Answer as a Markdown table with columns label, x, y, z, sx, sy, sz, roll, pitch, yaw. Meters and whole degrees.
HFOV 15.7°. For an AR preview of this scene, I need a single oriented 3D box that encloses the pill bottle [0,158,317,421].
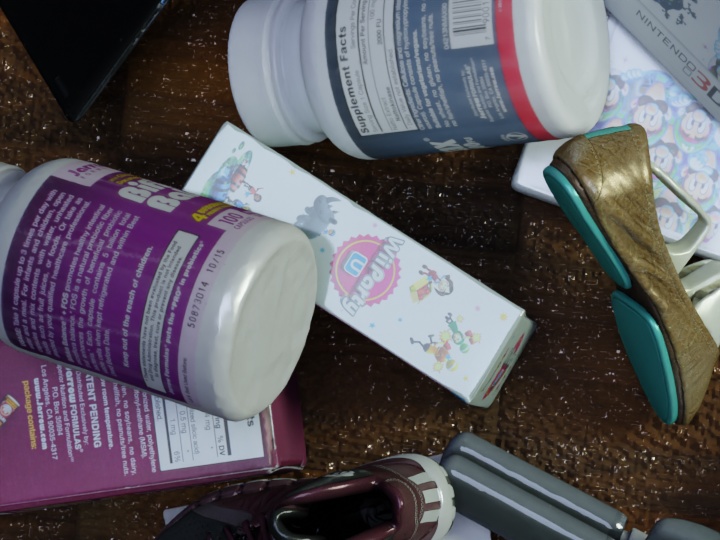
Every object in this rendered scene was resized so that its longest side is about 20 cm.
| label | x | y | z | sx | sy | sz | roll | pitch | yaw |
| --- | --- | --- | --- | --- | --- | --- | --- | --- | --- |
| pill bottle | -0.133 | 0.002 | 1.411 | 0.200 | 0.112 | 0.113 | 17 | 89 | 21 |

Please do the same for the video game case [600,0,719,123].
| label | x | y | z | sx | sy | sz | roll | pitch | yaw |
| --- | --- | --- | --- | --- | --- | --- | --- | --- | --- |
| video game case | 0.220 | -0.157 | 1.430 | 0.182 | 0.200 | 0.024 | 47 | 58 | 8 |

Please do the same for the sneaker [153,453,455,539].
| label | x | y | z | sx | sy | sz | roll | pitch | yaw |
| --- | --- | --- | --- | --- | --- | --- | --- | --- | --- |
| sneaker | -0.053 | 0.149 | 1.473 | 0.200 | 0.115 | 0.076 | -22 | 81 | 15 |

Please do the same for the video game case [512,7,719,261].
| label | x | y | z | sx | sy | sz | roll | pitch | yaw |
| --- | --- | --- | --- | --- | --- | --- | --- | --- | --- |
| video game case | 0.212 | -0.101 | 1.534 | 0.200 | 0.024 | 0.182 | 20 | 90 | 7 |

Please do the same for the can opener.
| label | x | y | z | sx | sy | sz | roll | pitch | yaw |
| --- | --- | --- | --- | --- | --- | --- | --- | --- | --- |
| can opener | 0.138 | 0.147 | 1.514 | 0.200 | 0.053 | 0.067 | 24 | 120 | 5 |

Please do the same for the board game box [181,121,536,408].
| label | x | y | z | sx | sy | sz | roll | pitch | yaw |
| --- | --- | --- | --- | --- | --- | --- | --- | --- | --- |
| board game box | 0.000 | 0.000 | 1.501 | 0.200 | 0.148 | 0.064 | 31 | 90 | 8 |

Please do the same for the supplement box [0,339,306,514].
| label | x | y | z | sx | sy | sz | roll | pitch | yaw |
| --- | --- | --- | --- | --- | --- | --- | --- | --- | --- |
| supplement box | -0.142 | 0.081 | 1.522 | 0.200 | 0.131 | 0.103 | -8 | 85 | 6 |

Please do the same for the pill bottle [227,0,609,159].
| label | x | y | z | sx | sy | sz | roll | pitch | yaw |
| --- | --- | --- | --- | --- | --- | --- | --- | --- | --- |
| pill bottle | 0.032 | -0.126 | 1.504 | 0.200 | 0.120 | 0.120 | -5 | 86 | 26 |

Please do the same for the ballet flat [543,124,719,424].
| label | x | y | z | sx | sy | sz | roll | pitch | yaw |
| --- | --- | --- | --- | --- | --- | --- | --- | --- | --- |
| ballet flat | 0.170 | -0.002 | 1.478 | 0.072 | 0.068 | 0.200 | -32 | 119 | -8 |

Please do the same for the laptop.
| label | x | y | z | sx | sy | sz | roll | pitch | yaw |
| --- | --- | --- | --- | --- | --- | --- | --- | --- | --- |
| laptop | -0.123 | -0.220 | 1.566 | 0.200 | 0.116 | 0.187 | -50 | 58 | 29 |

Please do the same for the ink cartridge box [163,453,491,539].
| label | x | y | z | sx | sy | sz | roll | pitch | yaw |
| --- | --- | --- | --- | --- | --- | --- | --- | --- | --- |
| ink cartridge box | -0.010 | 0.210 | 1.543 | 0.200 | 0.045 | 0.177 | -12 | 60 | 6 |
